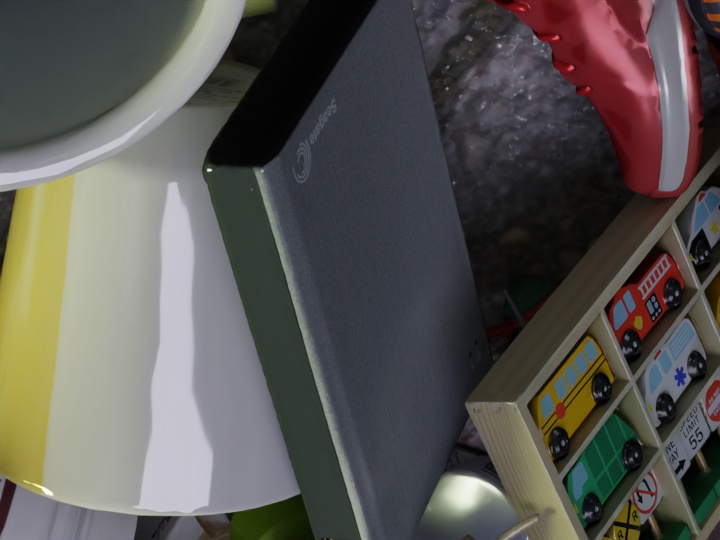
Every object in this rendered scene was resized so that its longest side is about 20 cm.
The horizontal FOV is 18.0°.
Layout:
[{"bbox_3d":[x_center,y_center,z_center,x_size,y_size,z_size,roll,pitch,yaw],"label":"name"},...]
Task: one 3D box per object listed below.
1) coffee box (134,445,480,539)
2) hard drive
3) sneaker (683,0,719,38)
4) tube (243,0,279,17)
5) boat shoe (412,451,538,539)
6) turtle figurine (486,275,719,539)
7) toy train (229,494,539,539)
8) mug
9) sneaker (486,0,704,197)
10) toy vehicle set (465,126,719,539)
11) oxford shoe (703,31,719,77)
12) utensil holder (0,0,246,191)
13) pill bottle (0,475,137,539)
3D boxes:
[{"bbox_3d":[-0.016,0.134,1.067,0.199,0.080,0.115,19,121,-26],"label":"coffee box"},{"bbox_3d":[0.000,0.000,0.875,0.033,0.140,0.200,3,129,24],"label":"hard drive"},{"bbox_3d":[0.218,-0.147,0.849,0.200,0.112,0.078,-40,131,-6],"label":"sneaker"},{"bbox_3d":[-0.132,-0.109,0.869,0.199,0.052,0.058,-10,92,0],"label":"tube"},{"bbox_3d":[0.039,0.143,0.991,0.065,0.074,0.200,-28,163,-44],"label":"boat shoe"},{"bbox_3d":[0.122,0.061,1.036,0.101,0.150,0.200,-9,122,50],"label":"turtle figurine"},{"bbox_3d":[-0.017,0.132,0.947,0.200,0.116,0.085,-44,132,12],"label":"toy train"},{"bbox_3d":[-0.094,-0.001,0.896,0.186,0.149,0.154,-2,110,-18],"label":"mug"},{"bbox_3d":[0.071,-0.114,0.909,0.115,0.078,0.201,-9,118,4],"label":"sneaker"},{"bbox_3d":[0.126,0.045,0.953,0.026,0.200,0.125,-4,123,42],"label":"toy vehicle set"},{"bbox_3d":[0.213,-0.049,0.989,0.073,0.071,0.200,-27,129,1],"label":"oxford shoe"},{"bbox_3d":[-0.131,-0.152,0.730,0.169,0.200,0.170,-7,131,-8],"label":"utensil holder"},{"bbox_3d":[-0.201,0.089,0.963,0.200,0.113,0.113,22,120,-28],"label":"pill bottle"}]
